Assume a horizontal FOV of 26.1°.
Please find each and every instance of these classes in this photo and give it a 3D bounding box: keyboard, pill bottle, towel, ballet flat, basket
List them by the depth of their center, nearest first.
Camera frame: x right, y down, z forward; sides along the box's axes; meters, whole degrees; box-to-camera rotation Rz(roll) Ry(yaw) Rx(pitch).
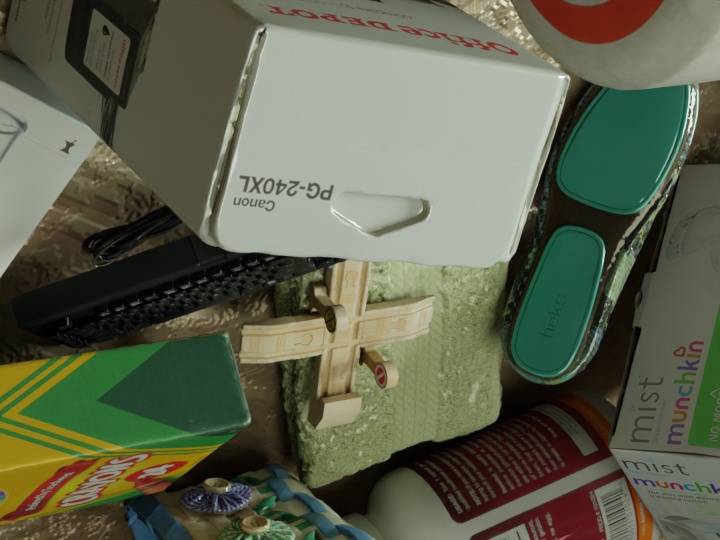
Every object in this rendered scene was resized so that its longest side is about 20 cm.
[{"bbox_3d":[-0.066,-0.006,0.718,0.199,0.021,0.127,-19,158,10],"label":"keyboard"},{"bbox_3d":[-0.090,0.198,0.839,0.200,0.176,0.139,-31,120,-21],"label":"basket"},{"bbox_3d":[0.021,0.032,0.877,0.148,0.036,0.200,-18,131,-22],"label":"towel"},{"bbox_3d":[0.134,-0.032,0.887,0.074,0.074,0.200,20,98,-43],"label":"ballet flat"},{"bbox_3d":[0.078,0.159,0.962,0.200,0.113,0.113,-20,132,-20],"label":"pill bottle"}]

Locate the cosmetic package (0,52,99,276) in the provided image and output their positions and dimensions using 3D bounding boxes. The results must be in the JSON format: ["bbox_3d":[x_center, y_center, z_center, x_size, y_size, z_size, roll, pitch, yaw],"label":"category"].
[{"bbox_3d":[-0.228,-0.045,0.633,0.200,0.052,0.151,27,103,-44],"label":"cosmetic package"}]

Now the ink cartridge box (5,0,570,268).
[{"bbox_3d":[-0.035,-0.084,0.623,0.145,0.200,0.084,3,115,-36],"label":"ink cartridge box"}]

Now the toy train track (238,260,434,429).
[{"bbox_3d":[0.000,0.000,0.794,0.114,0.033,0.201,-8,122,-27],"label":"toy train track"}]

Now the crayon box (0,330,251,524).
[{"bbox_3d":[-0.168,0.084,0.734,0.199,0.051,0.127,-7,162,-29],"label":"crayon box"}]

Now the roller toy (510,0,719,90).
[{"bbox_3d":[0.156,-0.180,0.703,0.139,0.201,0.182,-10,161,-28],"label":"roller toy"}]

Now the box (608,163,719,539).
[{"bbox_3d":[0.237,0.064,0.944,0.177,0.096,0.200,54,47,-46],"label":"box"}]
